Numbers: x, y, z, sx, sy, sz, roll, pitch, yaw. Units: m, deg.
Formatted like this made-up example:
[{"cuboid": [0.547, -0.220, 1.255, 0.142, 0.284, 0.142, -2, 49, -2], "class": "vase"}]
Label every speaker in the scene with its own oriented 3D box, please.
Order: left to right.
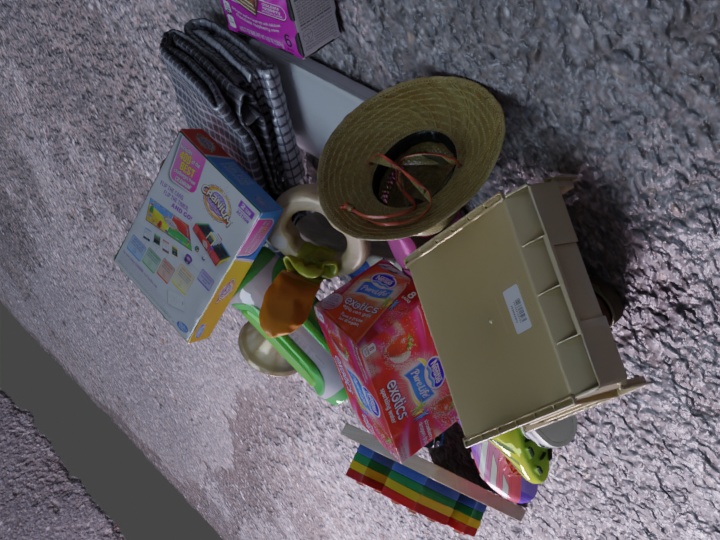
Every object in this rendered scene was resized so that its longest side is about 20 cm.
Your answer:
[{"cuboid": [-0.075, 0.068, 1.345, 0.200, 0.089, 0.088, 47, 155, -8], "class": "speaker"}]

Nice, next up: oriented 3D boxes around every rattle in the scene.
[{"cuboid": [-0.048, -0.038, 1.227, 0.130, 0.143, 0.200, 51, 139, 0], "class": "rattle"}]

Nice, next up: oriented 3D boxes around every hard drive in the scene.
[{"cuboid": [-0.046, -0.180, 1.271, 0.199, 0.027, 0.133, 33, 148, 35], "class": "hard drive"}]

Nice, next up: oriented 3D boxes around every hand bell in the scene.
[{"cuboid": [-0.091, 0.041, 1.473, 0.104, 0.104, 0.201, 43, 137, 17], "class": "hand bell"}]

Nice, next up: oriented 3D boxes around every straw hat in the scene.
[{"cuboid": [0.057, -0.083, 1.051, 0.200, 0.201, 0.085, 27, 159, 40], "class": "straw hat"}]

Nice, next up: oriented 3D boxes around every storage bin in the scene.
[{"cuboid": [0.153, 0.040, 1.035, 0.198, 0.093, 0.202, -35, 68, 53], "class": "storage bin"}]

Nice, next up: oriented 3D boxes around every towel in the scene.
[{"cuboid": [-0.158, -0.190, 1.323, 0.200, 0.085, 0.166, 43, 156, 43], "class": "towel"}]

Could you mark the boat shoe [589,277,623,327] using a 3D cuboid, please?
[{"cuboid": [0.175, 0.039, 1.141, 0.199, 0.068, 0.072, 0, 124, 59], "class": "boat shoe"}]

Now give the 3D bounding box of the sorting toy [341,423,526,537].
[{"cuboid": [0.089, 0.300, 1.521, 0.198, 0.070, 0.199, 32, 169, -38], "class": "sorting toy"}]

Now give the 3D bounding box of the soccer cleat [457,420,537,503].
[{"cuboid": [0.171, 0.208, 1.380, 0.076, 0.067, 0.201, -16, 108, 58], "class": "soccer cleat"}]

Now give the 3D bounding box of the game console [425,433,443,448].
[{"cuboid": [0.018, 0.143, 1.443, 0.200, 0.117, 0.172, 162, 106, -72], "class": "game console"}]

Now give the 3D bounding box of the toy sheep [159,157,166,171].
[{"cuboid": [-0.186, -0.066, 1.406, 0.201, 0.137, 0.138, 53, 155, 7], "class": "toy sheep"}]

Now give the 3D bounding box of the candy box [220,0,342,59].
[{"cuboid": [-0.102, -0.330, 1.129, 0.136, 0.061, 0.201, 29, 146, 40], "class": "candy box"}]

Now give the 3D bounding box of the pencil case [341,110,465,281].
[{"cuboid": [0.056, -0.084, 1.163, 0.091, 0.093, 0.201, -81, -31, -60], "class": "pencil case"}]

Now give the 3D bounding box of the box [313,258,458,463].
[{"cuboid": [0.035, 0.101, 1.219, 0.095, 0.099, 0.201, 39, 156, 44], "class": "box"}]

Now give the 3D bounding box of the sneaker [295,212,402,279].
[{"cuboid": [-0.001, 0.001, 1.372, 0.199, 0.077, 0.112, 20, 132, 38], "class": "sneaker"}]

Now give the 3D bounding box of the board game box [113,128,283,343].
[{"cuboid": [-0.194, -0.040, 1.297, 0.153, 0.040, 0.201, 45, 119, 21], "class": "board game box"}]

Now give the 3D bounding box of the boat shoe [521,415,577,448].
[{"cuboid": [0.165, 0.118, 1.256, 0.201, 0.073, 0.062, 52, 162, -1], "class": "boat shoe"}]

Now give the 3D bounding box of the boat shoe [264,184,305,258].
[{"cuboid": [-0.107, -0.058, 1.484, 0.201, 0.074, 0.062, 66, 163, -10], "class": "boat shoe"}]

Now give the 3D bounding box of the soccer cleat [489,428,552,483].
[{"cuboid": [0.157, 0.174, 1.320, 0.083, 0.065, 0.201, -25, 109, 36], "class": "soccer cleat"}]
